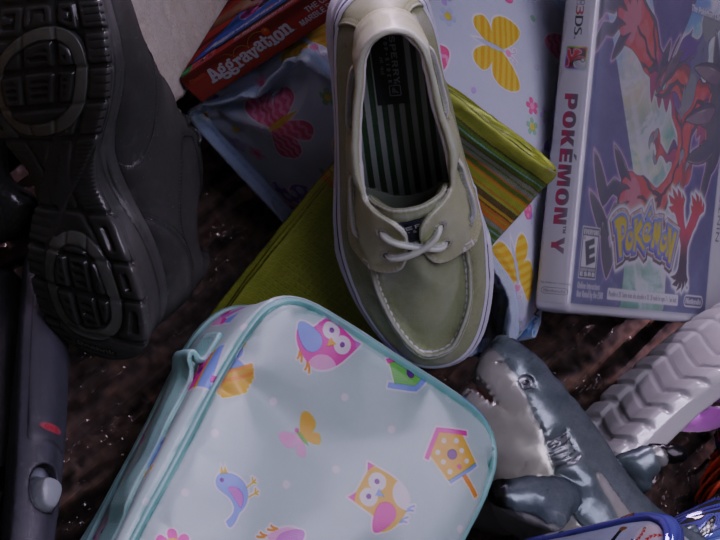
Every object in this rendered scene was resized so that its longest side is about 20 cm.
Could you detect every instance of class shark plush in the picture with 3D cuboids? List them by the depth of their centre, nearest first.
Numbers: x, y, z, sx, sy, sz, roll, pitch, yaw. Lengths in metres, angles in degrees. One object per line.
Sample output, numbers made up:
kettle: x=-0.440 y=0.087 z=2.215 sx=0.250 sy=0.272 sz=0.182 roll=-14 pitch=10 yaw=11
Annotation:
shark plush: x=0.134 y=0.114 z=1.226 sx=0.200 sy=0.091 sz=0.083 roll=28 pitch=74 yaw=2

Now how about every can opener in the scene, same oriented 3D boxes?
can opener: x=-0.158 y=0.080 z=1.130 sx=0.079 sy=0.063 sz=0.200 roll=41 pitch=47 yaw=-45

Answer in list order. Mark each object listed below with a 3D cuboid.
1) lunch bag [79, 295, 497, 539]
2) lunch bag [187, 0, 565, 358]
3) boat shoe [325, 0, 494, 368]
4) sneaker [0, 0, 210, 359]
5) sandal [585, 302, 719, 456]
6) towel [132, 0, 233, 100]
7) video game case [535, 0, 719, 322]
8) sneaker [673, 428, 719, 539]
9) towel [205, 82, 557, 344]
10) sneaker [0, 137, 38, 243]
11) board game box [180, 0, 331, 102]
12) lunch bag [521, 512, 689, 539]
lunch bag: x=-0.040 y=0.116 z=1.158 sx=0.160 sy=0.077 sz=0.200 roll=32 pitch=72 yaw=-15
lunch bag: x=0.037 y=-0.072 z=1.272 sx=0.200 sy=0.127 sz=0.170 roll=45 pitch=53 yaw=-18
boat shoe: x=0.017 y=-0.035 z=1.131 sx=0.062 sy=0.072 sz=0.200 roll=-92 pitch=170 yaw=-61
sneaker: x=-0.115 y=-0.065 z=1.132 sx=0.091 sy=0.076 sz=0.200 roll=-38 pitch=128 yaw=-51
sandal: x=0.173 y=0.070 z=1.312 sx=0.203 sy=0.082 sz=0.050 roll=-37 pitch=109 yaw=-9
towel: x=-0.101 y=-0.161 z=1.235 sx=0.200 sy=0.034 sz=0.133 roll=-52 pitch=125 yaw=-53
video game case: x=0.152 y=-0.065 z=1.309 sx=0.200 sy=0.023 sz=0.182 roll=5 pitch=90 yaw=-59
sneaker: x=0.211 y=0.107 z=1.347 sx=0.200 sy=0.075 sz=0.078 roll=-29 pitch=78 yaw=-44
towel: x=0.000 y=0.000 z=1.193 sx=0.086 sy=0.200 sz=0.018 roll=35 pitch=22 yaw=-14
sneaker: x=-0.175 y=-0.097 z=1.178 sx=0.087 sy=0.074 sz=0.200 roll=8 pitch=70 yaw=-8
board game box: x=0.003 y=-0.155 z=1.179 sx=0.019 sy=0.200 sz=0.103 roll=47 pitch=40 yaw=-17
lunch bag: x=0.084 y=0.198 z=1.145 sx=0.076 sy=0.200 sz=0.160 roll=40 pitch=54 yaw=-21
